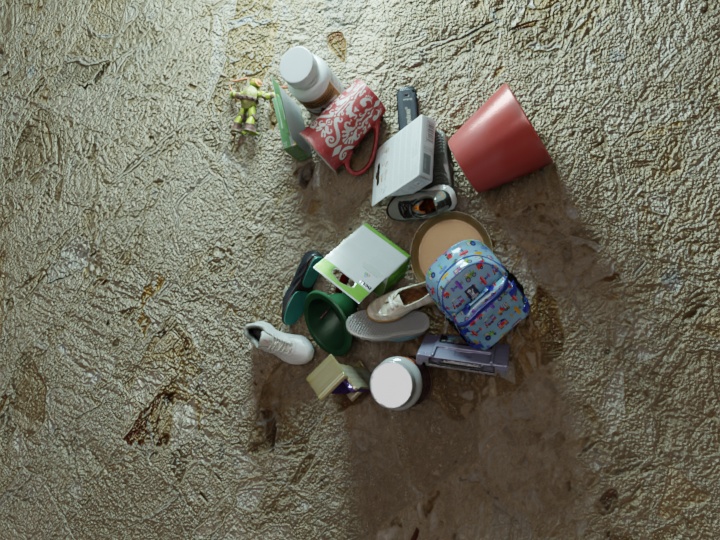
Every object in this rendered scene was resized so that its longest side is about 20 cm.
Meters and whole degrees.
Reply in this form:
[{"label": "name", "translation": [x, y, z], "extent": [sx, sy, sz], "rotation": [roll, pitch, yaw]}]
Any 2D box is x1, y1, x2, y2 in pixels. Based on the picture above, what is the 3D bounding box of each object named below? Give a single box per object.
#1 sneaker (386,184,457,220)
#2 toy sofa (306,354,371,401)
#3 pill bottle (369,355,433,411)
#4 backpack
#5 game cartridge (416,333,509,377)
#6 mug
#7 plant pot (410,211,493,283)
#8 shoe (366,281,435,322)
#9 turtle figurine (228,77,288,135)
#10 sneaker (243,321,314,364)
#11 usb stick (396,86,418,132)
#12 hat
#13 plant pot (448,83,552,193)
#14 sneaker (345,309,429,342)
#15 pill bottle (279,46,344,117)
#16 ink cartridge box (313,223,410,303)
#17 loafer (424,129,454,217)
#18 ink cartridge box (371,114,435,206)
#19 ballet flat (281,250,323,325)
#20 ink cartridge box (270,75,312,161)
[{"label": "sneaker", "translation": [0.130, -0.155, 1.383], "extent": [0.198, 0.079, 0.075], "rotation": [-7, 109, 47]}, {"label": "toy sofa", "translation": [-0.033, 0.263, 1.353], "extent": [0.083, 0.200, 0.098], "rotation": [-42, 68, 8]}, {"label": "pill bottle", "translation": [0.092, 0.249, 1.311], "extent": [0.111, 0.200, 0.117], "rotation": [-2, 82, 17]}, {"label": "backpack", "translation": [0.247, 0.045, 1.278], "extent": [0.182, 0.135, 0.200], "rotation": [-38, 118, 9]}, {"label": "game cartridge", "translation": [0.231, 0.184, 1.310], "extent": [0.195, 0.130, 0.039], "rotation": [6, 110, 15]}, {"label": "mug", "translation": [-0.028, -0.355, 1.488], "extent": [0.200, 0.177, 0.134], "rotation": [-46, 36, 3]}, {"label": "plant pot", "translation": [0.215, -0.037, 1.390], "extent": [0.195, 0.027, 0.205], "rotation": [0, 90, 17]}, {"label": "shoe", "translation": [0.105, 0.062, 1.340], "extent": [0.196, 0.054, 0.071], "rotation": [-17, 54, -12]}, {"label": "turtle figurine", "translation": [-0.292, -0.454, 1.599], "extent": [0.196, 0.064, 0.165], "rotation": [10, 86, 19]}, {"label": "sneaker", "translation": [-0.212, 0.185, 1.473], "extent": [0.196, 0.099, 0.080], "rotation": [16, 88, 19]}, {"label": "usb stick", "translation": [0.121, -0.358, 1.467], "extent": [0.054, 0.033, 0.205], "rotation": [-6, 81, 18]}, {"label": "hat", "translation": [-0.027, 0.086, 1.466], "extent": [0.165, 0.175, 0.203], "rotation": [37, 136, 25]}, {"label": "plant pot", "translation": [0.306, -0.283, 1.325], "extent": [0.176, 0.199, 0.204], "rotation": [-32, 74, 22]}, {"label": "sneaker", "translation": [0.060, 0.140, 1.372], "extent": [0.195, 0.082, 0.075], "rotation": [3, 61, -7]}, {"label": "pill bottle", "translation": [-0.121, -0.471, 1.473], "extent": [0.112, 0.200, 0.117], "rotation": [-2, 83, 18]}, {"label": "ink cartridge box", "translation": [0.000, 0.000, 1.380], "extent": [0.147, 0.077, 0.199], "rotation": [36, 53, 19]}, {"label": "loafer", "translation": [0.199, -0.230, 1.405], "extent": [0.074, 0.069, 0.205], "rotation": [7, 103, 36]}, {"label": "ink cartridge box", "translation": [0.100, -0.252, 1.405], "extent": [0.199, 0.046, 0.164], "rotation": [-27, 53, 55]}, {"label": "ballet flat", "translation": [-0.155, 0.039, 1.497], "extent": [0.072, 0.073, 0.203], "rotation": [29, 99, 19]}, {"label": "ink cartridge box", "translation": [-0.189, -0.377, 1.483], "extent": [0.047, 0.200, 0.149], "rotation": [-17, 78, 15]}]
